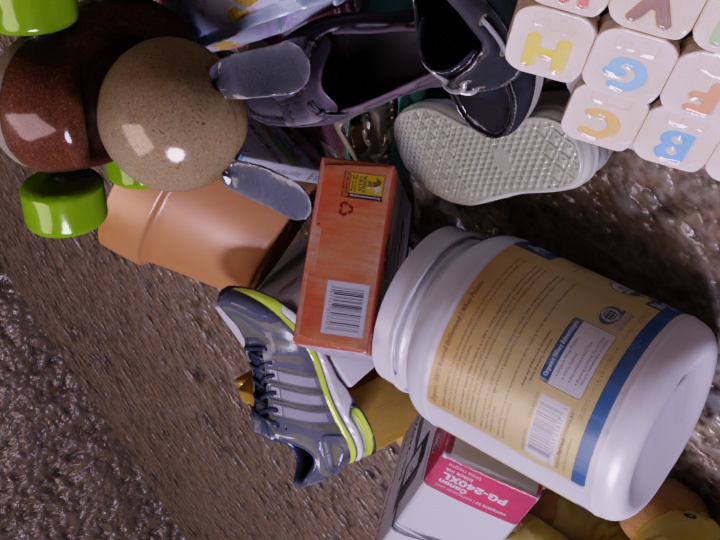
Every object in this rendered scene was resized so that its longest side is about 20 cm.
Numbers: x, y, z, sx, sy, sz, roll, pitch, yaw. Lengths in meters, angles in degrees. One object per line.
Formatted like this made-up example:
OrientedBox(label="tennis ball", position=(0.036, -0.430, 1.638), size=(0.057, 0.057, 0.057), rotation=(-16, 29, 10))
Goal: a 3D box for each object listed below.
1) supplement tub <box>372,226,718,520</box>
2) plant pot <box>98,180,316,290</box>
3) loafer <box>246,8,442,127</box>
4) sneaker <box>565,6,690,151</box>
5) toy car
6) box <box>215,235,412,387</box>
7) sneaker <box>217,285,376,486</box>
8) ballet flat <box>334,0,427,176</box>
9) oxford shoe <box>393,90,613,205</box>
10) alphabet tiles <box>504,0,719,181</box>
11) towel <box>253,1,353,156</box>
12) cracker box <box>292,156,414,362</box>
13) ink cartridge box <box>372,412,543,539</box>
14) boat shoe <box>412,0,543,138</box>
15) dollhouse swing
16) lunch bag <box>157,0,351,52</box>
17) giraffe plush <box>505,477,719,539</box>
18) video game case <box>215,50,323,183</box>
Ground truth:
OrientedBox(label="supplement tub", position=(0.123, 0.063, 0.812), size=(0.200, 0.145, 0.145), rotation=(27, 148, 28))
OrientedBox(label="plant pot", position=(-0.124, -0.069, 1.087), size=(0.140, 0.200, 0.200), rotation=(33, 155, 3))
OrientedBox(label="loafer", position=(-0.004, -0.137, 0.787), size=(0.200, 0.063, 0.072), rotation=(-9, 100, 29))
OrientedBox(label="sneaker", position=(0.152, -0.139, 0.583), size=(0.114, 0.075, 0.200), rotation=(21, 142, 52))
OrientedBox(label="toy car", position=(-0.111, -0.104, 0.736), size=(0.200, 0.158, 0.165), rotation=(15, 123, 27))
OrientedBox(label="box", position=(-0.033, 0.033, 1.123), size=(0.098, 0.124, 0.200), rotation=(57, 157, -13))
OrientedBox(label="sneaker", position=(-0.065, 0.100, 1.018), size=(0.200, 0.081, 0.074), rotation=(56, 156, -14))
OrientedBox(label="ballet flat", position=(0.013, -0.131, 0.865), size=(0.067, 0.070, 0.200), rotation=(44, 156, 28))
OrientedBox(label="oxford shoe", position=(0.094, -0.085, 0.790), size=(0.200, 0.058, 0.075), rotation=(6, 121, 55))
OrientedBox(label="alphabet tiles", position=(0.170, -0.103, 0.551), size=(0.200, 0.015, 0.196), rotation=(16, 151, 2))
OrientedBox(label="towel", position=(-0.048, -0.191, 0.961), size=(0.144, 0.023, 0.200), rotation=(37, 151, 38))
OrientedBox(label="cracker box", position=(0.000, 0.000, 0.916), size=(0.058, 0.134, 0.200), rotation=(8, 175, 7))
OrientedBox(label="ink cartridge box", position=(0.084, 0.158, 0.972), size=(0.083, 0.145, 0.200), rotation=(23, 138, -3))
OrientedBox(label="boat shoe", position=(0.054, -0.128, 0.643), size=(0.072, 0.068, 0.200), rotation=(32, 165, 23))
OrientedBox(label="dollhouse swing", position=(0.006, 0.166, 1.217), size=(0.200, 0.182, 0.176), rotation=(7, 120, 59))
OrientedBox(label="lunch bag", position=(-0.076, -0.240, 0.788), size=(0.170, 0.127, 0.200), rotation=(69, 161, -9))
OrientedBox(label="giraffe plush", position=(0.221, 0.233, 0.930), size=(0.200, 0.172, 0.162), rotation=(55, 138, 21))
OrientedBox(label="video game case", position=(-0.100, -0.130, 0.944), size=(0.143, 0.018, 0.200), rotation=(51, -165, 11))
